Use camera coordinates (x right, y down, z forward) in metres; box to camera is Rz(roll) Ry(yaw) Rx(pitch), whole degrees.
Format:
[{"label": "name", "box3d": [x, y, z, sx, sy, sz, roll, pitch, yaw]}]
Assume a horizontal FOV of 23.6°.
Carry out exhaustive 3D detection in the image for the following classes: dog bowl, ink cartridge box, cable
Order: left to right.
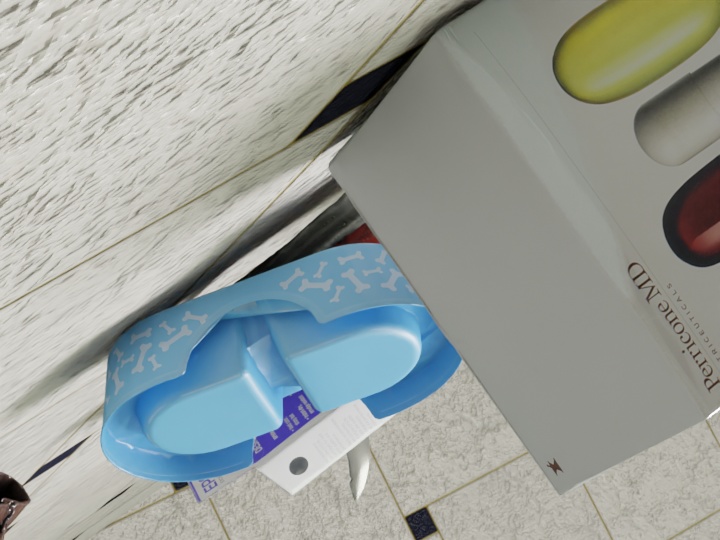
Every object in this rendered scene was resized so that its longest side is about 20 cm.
[{"label": "dog bowl", "box3d": [-0.045, 0.047, 0.909, 0.198, 0.050, 0.112, -20, 146, 6]}, {"label": "ink cartridge box", "box3d": [-0.048, 0.082, 1.240, 0.199, 0.044, 0.198, -35, -156, -4]}, {"label": "cable", "box3d": [-0.034, 0.010, 0.936, 0.199, 0.051, 0.097, -36, 169, 5]}]

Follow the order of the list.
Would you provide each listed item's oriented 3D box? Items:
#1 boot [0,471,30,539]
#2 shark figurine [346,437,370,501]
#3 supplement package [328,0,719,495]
[{"label": "boot", "box3d": [-0.288, 0.191, 1.030, 0.167, 0.072, 0.200, -48, 173, 6]}, {"label": "shark figurine", "box3d": [0.011, 0.075, 1.332, 0.127, 0.090, 0.215, -32, -152, 7]}, {"label": "supplement package", "box3d": [0.132, -0.045, 0.774, 0.199, 0.192, 0.147, -34, 175, -26]}]
